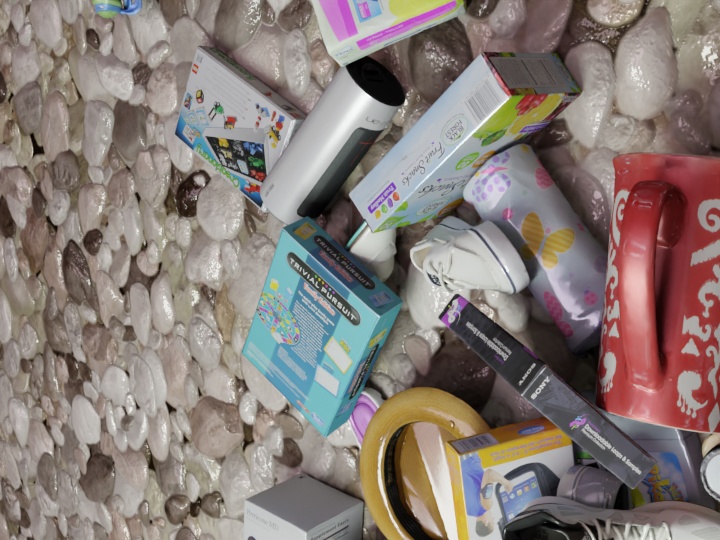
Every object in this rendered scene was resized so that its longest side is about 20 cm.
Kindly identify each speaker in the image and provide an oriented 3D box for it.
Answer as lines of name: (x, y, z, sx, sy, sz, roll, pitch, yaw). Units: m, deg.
speaker: (-0.034, -0.143, 1.013, 0.082, 0.080, 0.200, 54, 127, 19)

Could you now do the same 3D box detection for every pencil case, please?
pencil case: (0.179, -0.022, 0.847, 0.083, 0.090, 0.202, -37, 73, 14)

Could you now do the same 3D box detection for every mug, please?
mug: (0.237, 0.015, 0.717, 0.133, 0.174, 0.205, 11, 94, 64)

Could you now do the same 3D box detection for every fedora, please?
fedora: (0.092, 0.218, 0.962, 0.197, 0.081, 0.206, 7, 102, 33)

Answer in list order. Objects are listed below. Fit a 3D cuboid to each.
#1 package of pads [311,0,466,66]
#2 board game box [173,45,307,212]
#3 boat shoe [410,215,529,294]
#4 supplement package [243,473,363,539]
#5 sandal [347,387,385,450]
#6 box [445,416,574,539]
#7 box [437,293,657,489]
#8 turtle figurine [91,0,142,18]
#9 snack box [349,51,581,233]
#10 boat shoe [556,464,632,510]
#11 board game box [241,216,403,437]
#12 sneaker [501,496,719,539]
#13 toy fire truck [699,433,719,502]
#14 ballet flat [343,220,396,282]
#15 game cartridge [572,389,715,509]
package of pads: (0.014, -0.331, 0.908, 0.152, 0.068, 0.204, -19, 84, 13)
board game box: (-0.155, -0.181, 1.142, 0.199, 0.034, 0.128, 40, 121, 29)
boat shoe: (0.095, -0.006, 0.865, 0.072, 0.069, 0.200, 60, 173, -17)
supplement package: (-0.075, 0.379, 1.127, 0.112, 0.108, 0.205, 13, 107, 38)
sandal: (0.033, 0.234, 1.045, 0.083, 0.049, 0.204, -48, 67, 36)
box: (0.153, 0.251, 0.871, 0.041, 0.116, 0.205, -153, 53, -73)
box: (0.157, 0.100, 0.796, 0.036, 0.142, 0.200, -50, 20, 1)
turtle figurine: (-0.369, -0.448, 1.192, 0.195, 0.144, 0.198, 11, 87, -4)
snack box: (0.099, -0.121, 0.859, 0.200, 0.141, 0.054, -43, 72, 37)
boat shoe: (0.225, 0.283, 0.826, 0.071, 0.069, 0.206, -3, 94, 45)
board game box: (-0.049, 0.066, 1.021, 0.151, 0.047, 0.202, 41, 131, 21)
sneaker: (0.209, 0.232, 0.736, 0.197, 0.115, 0.078, -3, 85, 28)
toy fire truck: (0.384, 0.158, 0.686, 0.200, 0.128, 0.178, -43, 70, 25)
ballet flat: (0.000, 0.000, 1.030, 0.070, 0.069, 0.200, 56, 132, 18)
game cartridge: (0.263, 0.213, 0.849, 0.131, 0.040, 0.205, -10, 92, 38)
